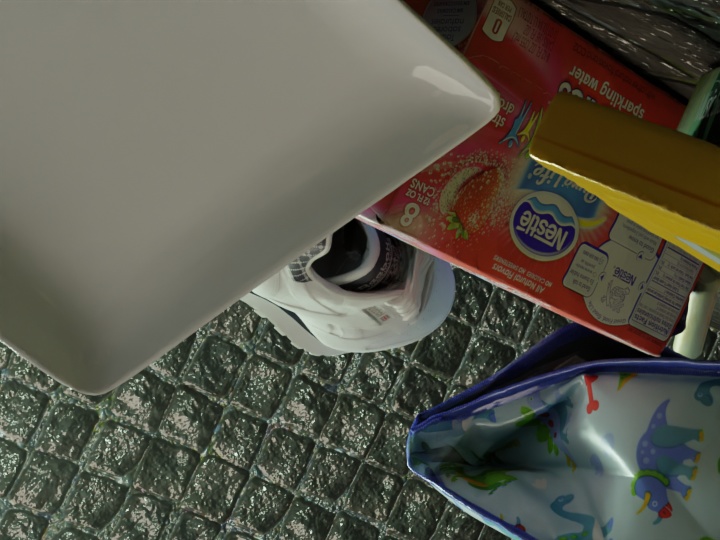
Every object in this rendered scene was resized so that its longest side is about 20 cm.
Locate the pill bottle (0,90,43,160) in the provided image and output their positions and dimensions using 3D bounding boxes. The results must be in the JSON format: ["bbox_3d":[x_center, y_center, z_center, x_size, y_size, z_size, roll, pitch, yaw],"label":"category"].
[{"bbox_3d":[-0.159,-0.097,0.763,0.199,0.120,0.120,22,-178,-26],"label":"pill bottle"}]

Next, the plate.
[{"bbox_3d":[-0.085,-0.062,0.709,0.199,0.199,0.032,40,-157,-40],"label":"plate"}]

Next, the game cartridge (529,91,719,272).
[{"bbox_3d":[0.172,0.010,0.667,0.199,0.033,0.176,23,-177,-45],"label":"game cartridge"}]

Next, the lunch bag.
[{"bbox_3d":[0.146,0.101,0.987,0.199,0.128,0.170,-1,164,40],"label":"lunch bag"}]

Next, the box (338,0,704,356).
[{"bbox_3d":[0.059,-0.047,0.850,0.095,0.100,0.199,26,-178,43],"label":"box"}]

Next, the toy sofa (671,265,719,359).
[{"bbox_3d":[0.088,-0.025,1.047,0.199,0.098,0.083,25,154,14],"label":"toy sofa"}]

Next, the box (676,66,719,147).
[{"bbox_3d":[0.177,-0.024,0.642,0.144,0.037,0.200,25,180,-1],"label":"box"}]

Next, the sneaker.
[{"bbox_3d":[0.000,0.000,0.969,0.080,0.077,0.200,4,172,31],"label":"sneaker"}]
